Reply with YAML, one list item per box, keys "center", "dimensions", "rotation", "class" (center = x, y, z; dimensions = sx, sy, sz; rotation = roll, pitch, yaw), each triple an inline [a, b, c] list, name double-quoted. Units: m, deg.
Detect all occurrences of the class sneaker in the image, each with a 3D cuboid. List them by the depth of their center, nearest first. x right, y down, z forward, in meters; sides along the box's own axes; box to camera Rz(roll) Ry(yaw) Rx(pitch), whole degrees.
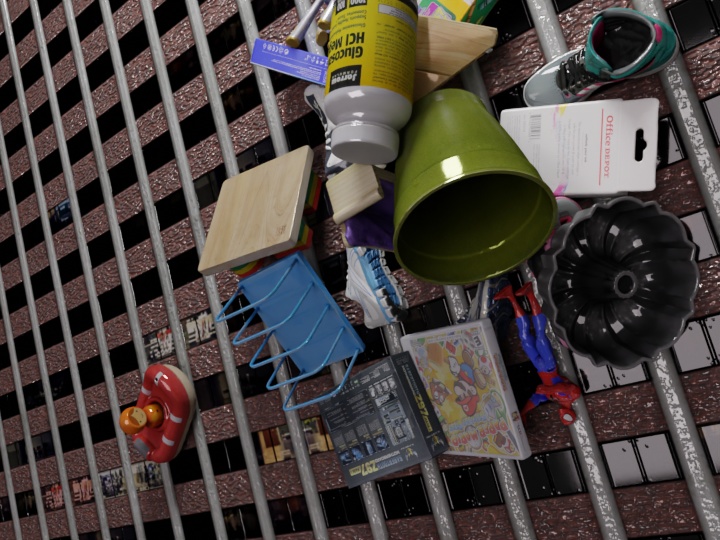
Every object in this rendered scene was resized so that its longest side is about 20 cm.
- center: [0.288, -0.260, 0.786]
  dimensions: [0.198, 0.120, 0.085]
  rotation: [-18, 82, 31]
  class: "sneaker"
- center: [0.263, 0.003, 0.846]
  dimensions: [0.095, 0.078, 0.204]
  rotation: [-173, 71, -68]
  class: "sneaker"
- center: [0.162, 0.086, 0.898]
  dimensions: [0.084, 0.076, 0.204]
  rotation: [11, 99, 38]
  class: "sneaker"
- center: [0.000, 0.000, 1.005]
  dimensions: [0.086, 0.074, 0.203]
  rotation: [-28, 76, 35]
  class: "sneaker"
- center: [-0.041, -0.205, 1.019]
  dimensions: [0.198, 0.079, 0.131]
  rotation: [37, 101, 16]
  class: "sneaker"

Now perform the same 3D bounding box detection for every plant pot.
- center: [0.123, -0.120, 0.796]
  dimensions: [0.199, 0.199, 0.195]
  rotation: [-33, 48, 28]
  class: "plant pot"

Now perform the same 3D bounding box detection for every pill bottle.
- center: [0.012, -0.242, 0.781]
  dimensions: [0.111, 0.112, 0.204]
  rotation: [-1, 79, 32]
  class: "pill bottle"

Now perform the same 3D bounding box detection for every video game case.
- center: [0.140, 0.170, 0.884]
  dimensions: [0.199, 0.023, 0.185]
  rotation: [-23, 83, 59]
  class: "video game case"

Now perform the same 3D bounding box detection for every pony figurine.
- center: [-0.024, -0.446, 0.965]
  dimensions: [0.192, 0.165, 0.203]
  rotation: [5, 72, 55]
  class: "pony figurine"

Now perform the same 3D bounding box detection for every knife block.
- center: [0.068, -0.333, 0.871]
  dimensions: [0.198, 0.064, 0.177]
  rotation: [-32, 98, 21]
  class: "knife block"

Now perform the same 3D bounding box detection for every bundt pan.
- center: [0.303, 0.013, 0.764]
  dimensions: [0.198, 0.076, 0.206]
  rotation: [-1, 95, -10]
  class: "bundt pan"

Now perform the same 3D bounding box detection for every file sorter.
- center: [-0.112, 0.102, 0.995]
  dimensions: [0.137, 0.123, 0.201]
  rotation: [-24, 110, 29]
  class: "file sorter"

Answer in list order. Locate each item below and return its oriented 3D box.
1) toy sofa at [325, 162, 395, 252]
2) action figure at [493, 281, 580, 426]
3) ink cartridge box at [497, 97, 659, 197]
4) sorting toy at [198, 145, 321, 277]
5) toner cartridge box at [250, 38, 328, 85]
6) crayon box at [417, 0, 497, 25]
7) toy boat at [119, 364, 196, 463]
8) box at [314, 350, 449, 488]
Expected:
- center: [0.048, -0.084, 0.895]
  dimensions: [0.082, 0.199, 0.099]
  rotation: [-27, 70, 31]
  class: "toy sofa"
- center: [0.225, 0.129, 0.828]
  dimensions: [0.065, 0.098, 0.202]
  rotation: [-16, 105, 59]
  class: "action figure"
- center: [0.286, -0.155, 0.820]
  dimensions: [0.197, 0.067, 0.120]
  rotation: [4, 94, 34]
  class: "ink cartridge box"
- center: [-0.160, -0.086, 1.060]
  dimensions: [0.196, 0.070, 0.203]
  rotation: [-16, 50, 29]
  class: "sorting toy"
- center: [-0.078, -0.333, 1.033]
  dimensions: [0.198, 0.094, 0.044]
  rotation: [26, 106, 30]
  class: "toner cartridge box"
- center: [0.101, -0.367, 0.940]
  dimensions: [0.119, 0.058, 0.201]
  rotation: [47, 114, 23]
  class: "crayon box"
- center: [-0.414, 0.285, 1.235]
  dimensions: [0.129, 0.130, 0.203]
  rotation: [29, 106, 28]
  class: "toy boat"
- center: [0.027, 0.237, 0.981]
  dimensions: [0.199, 0.051, 0.160]
  rotation: [-36, 71, 41]
  class: "box"
